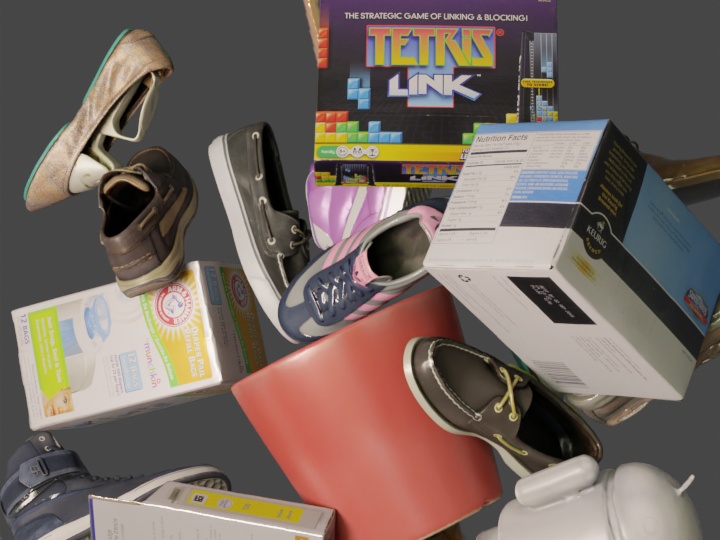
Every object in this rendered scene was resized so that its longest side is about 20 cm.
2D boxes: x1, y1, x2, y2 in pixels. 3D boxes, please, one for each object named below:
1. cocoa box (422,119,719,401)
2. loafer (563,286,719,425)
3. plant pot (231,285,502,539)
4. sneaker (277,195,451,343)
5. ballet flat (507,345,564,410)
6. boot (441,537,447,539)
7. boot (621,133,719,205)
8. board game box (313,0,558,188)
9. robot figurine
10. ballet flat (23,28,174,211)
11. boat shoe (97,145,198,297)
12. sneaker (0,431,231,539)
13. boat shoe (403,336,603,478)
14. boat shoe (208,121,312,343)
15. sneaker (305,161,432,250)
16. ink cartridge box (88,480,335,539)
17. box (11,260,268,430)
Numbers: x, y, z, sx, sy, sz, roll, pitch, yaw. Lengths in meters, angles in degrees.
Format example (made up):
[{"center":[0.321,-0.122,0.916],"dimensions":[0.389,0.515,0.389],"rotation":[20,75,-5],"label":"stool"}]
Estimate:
[{"center":[0.169,-0.008,1.521],"dimensions":[0.133,0.200,0.132],"rotation":[1,60,43],"label":"cocoa box"},{"center":[0.255,0.054,1.601],"dimensions":[0.199,0.063,0.072],"rotation":[-36,41,15],"label":"loafer"},{"center":[0.019,0.132,1.632],"dimensions":[0.199,0.200,0.179],"rotation":[-27,86,20],"label":"plant pot"},{"center":[0.000,0.000,1.635],"dimensions":[0.199,0.082,0.071],"rotation":[-35,83,23],"label":"sneaker"},{"center":[0.129,0.019,1.653],"dimensions":[0.069,0.069,0.201],"rotation":[-38,73,17],"label":"ballet flat"},{"center":[0.076,0.309,1.589],"dimensions":[0.073,0.162,0.200],"rotation":[-20,90,-11],"label":"boot"},{"center":[0.214,-0.084,1.616],"dimensions":[0.198,0.073,0.076],"rotation":[-6,75,26],"label":"boot"},{"center":[0.062,-0.152,1.619],"dimensions":[0.198,0.057,0.167],"rotation":[0,70,0],"label":"board game box"},{"center":[0.187,0.221,1.585],"dimensions":[0.198,0.113,0.170],"rotation":[-20,120,21],"label":"robot figurine"},{"center":[-0.236,-0.124,1.816],"dimensions":[0.067,0.068,0.201],"rotation":[36,103,14],"label":"ballet flat"},{"center":[-0.187,-0.060,1.732],"dimensions":[0.074,0.201,0.074],"rotation":[-22,122,9],"label":"boat shoe"},{"center":[-0.227,0.191,1.789],"dimensions":[0.201,0.077,0.147],"rotation":[-21,41,-10],"label":"sneaker"},{"center":[0.115,0.106,1.574],"dimensions":[0.060,0.201,0.072],"rotation":[-15,51,41],"label":"boat shoe"},{"center":[-0.075,-0.036,1.740],"dimensions":[0.056,0.069,0.202],"rotation":[-27,75,20],"label":"boat shoe"},{"center":[0.010,-0.105,1.704],"dimensions":[0.113,0.072,0.203],"rotation":[19,93,29],"label":"sneaker"},{"center":[-0.118,0.269,1.630],"dimensions":[0.198,0.047,0.199],"rotation":[10,122,15],"label":"ink cartridge box"},{"center":[-0.194,0.067,1.766],"dimensions":[0.198,0.101,0.114],"rotation":[-14,82,22],"label":"box"}]
